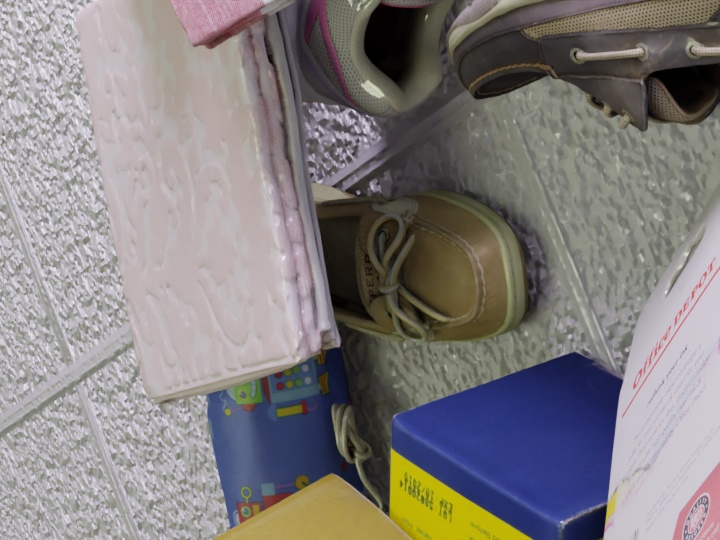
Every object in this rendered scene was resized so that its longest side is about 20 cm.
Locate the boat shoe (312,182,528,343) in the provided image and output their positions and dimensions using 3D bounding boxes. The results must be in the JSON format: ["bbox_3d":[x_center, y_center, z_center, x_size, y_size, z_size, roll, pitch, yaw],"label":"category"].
[{"bbox_3d":[-0.001,-0.003,0.957,0.200,0.063,0.074,17,118,51],"label":"boat shoe"}]

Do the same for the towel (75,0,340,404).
[{"bbox_3d":[-0.074,-0.045,0.936,0.191,0.032,0.201,-17,82,61],"label":"towel"}]

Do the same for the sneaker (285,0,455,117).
[{"bbox_3d":[0.009,-0.154,0.873,0.088,0.081,0.201,32,137,42],"label":"sneaker"}]

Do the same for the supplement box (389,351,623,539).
[{"bbox_3d":[0.084,0.155,0.864,0.109,0.109,0.201,29,126,46],"label":"supplement box"}]

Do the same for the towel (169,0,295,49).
[{"bbox_3d":[-0.010,-0.195,0.807,0.145,0.199,0.023,64,-171,7],"label":"towel"}]

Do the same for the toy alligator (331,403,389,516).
[{"bbox_3d":[0.034,0.157,0.992,0.054,0.059,0.201,-13,92,13],"label":"toy alligator"}]

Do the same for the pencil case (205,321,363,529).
[{"bbox_3d":[-0.033,0.112,1.041,0.078,0.087,0.201,-6,102,17],"label":"pencil case"}]

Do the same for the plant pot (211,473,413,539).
[{"bbox_3d":[-0.042,0.235,0.803,0.194,0.199,0.196,37,133,41],"label":"plant pot"}]

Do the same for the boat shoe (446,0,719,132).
[{"bbox_3d":[0.104,-0.087,0.763,0.200,0.074,0.074,-17,90,57],"label":"boat shoe"}]

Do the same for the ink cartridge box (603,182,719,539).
[{"bbox_3d":[0.140,0.062,0.728,0.200,0.067,0.117,-76,9,-45],"label":"ink cartridge box"}]
